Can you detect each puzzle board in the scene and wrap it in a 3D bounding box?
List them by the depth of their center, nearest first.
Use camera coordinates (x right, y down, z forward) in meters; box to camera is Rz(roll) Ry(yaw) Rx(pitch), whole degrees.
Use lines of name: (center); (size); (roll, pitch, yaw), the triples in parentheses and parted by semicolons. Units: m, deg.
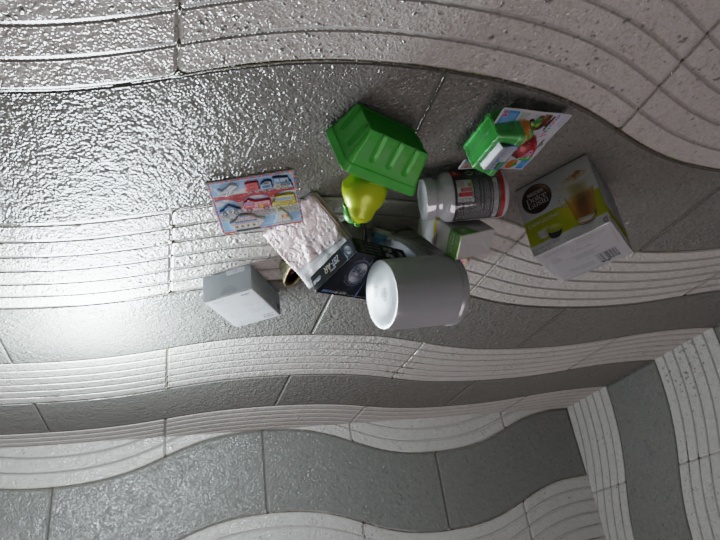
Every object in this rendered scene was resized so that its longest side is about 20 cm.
puzzle board: (-0.235, -0.151, 1.331); (0.194, 0.018, 0.153); (-9, 135, -1)

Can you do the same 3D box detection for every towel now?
towel: (-0.120, -0.069, 1.439); (0.198, 0.032, 0.192); (-31, 106, 33)

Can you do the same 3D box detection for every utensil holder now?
utensil holder: (0.132, 0.051, 1.380); (0.195, 0.174, 0.170); (-3, 152, -28)

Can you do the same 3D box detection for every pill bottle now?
pill bottle: (0.239, -0.175, 1.376); (0.194, 0.119, 0.117); (-6, 152, -8)

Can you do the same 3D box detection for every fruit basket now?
fruit basket: (0.018, -0.205, 1.206); (0.209, 0.158, 0.219); (-13, 140, -11)
fruit basket: (0.332, -0.271, 1.262); (0.195, 0.096, 0.186); (2, 150, -27)

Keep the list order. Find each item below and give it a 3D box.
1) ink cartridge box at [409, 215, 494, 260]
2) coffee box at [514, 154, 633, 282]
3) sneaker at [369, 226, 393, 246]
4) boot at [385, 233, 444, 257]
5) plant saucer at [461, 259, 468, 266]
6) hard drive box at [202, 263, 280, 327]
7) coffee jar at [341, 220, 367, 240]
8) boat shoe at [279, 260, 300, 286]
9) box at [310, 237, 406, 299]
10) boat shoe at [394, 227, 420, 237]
ink cartridge box: (0.220, -0.107, 1.451); (0.114, 0.199, 0.069); (-11, 123, -31)
coffee box: (0.534, -0.124, 1.475); (0.197, 0.203, 0.198); (-26, 146, 30)
sneaker: (0.054, -0.030, 1.584); (0.077, 0.091, 0.201); (18, 156, 26)
boot: (0.164, -0.067, 1.516); (0.196, 0.097, 0.074); (28, 158, -8)
plant saucer: (0.235, -0.031, 1.705); (0.194, 0.052, 0.202); (-7, 151, -4)
hard drive box: (-0.338, 0.078, 1.688); (0.152, 0.079, 0.201); (-15, 151, 10)
coffee jar: (-0.019, -0.037, 1.553); (0.083, 0.107, 0.201); (4, 153, 7)
boat shoe: (-0.151, -0.022, 1.579); (0.072, 0.068, 0.200); (10, 145, -33)
box: (0.000, 0.000, 1.421); (0.197, 0.044, 0.160); (11, 136, -47)
boat shoe: (0.180, -0.053, 1.577); (0.195, 0.069, 0.076); (19, 128, -12)
